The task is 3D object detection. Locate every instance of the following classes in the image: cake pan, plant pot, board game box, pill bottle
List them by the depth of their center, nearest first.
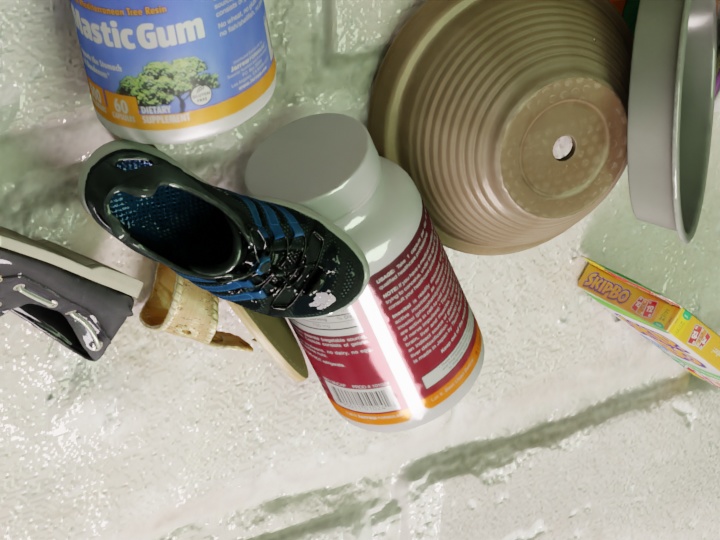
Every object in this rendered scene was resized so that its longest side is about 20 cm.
[{"bbox_3d":[-0.117,-0.184,1.546,0.112,0.112,0.201,-31,127,-29],"label":"pill bottle"},{"bbox_3d":[0.000,0.000,1.739,0.113,0.113,0.201,-42,132,-20],"label":"pill bottle"},{"bbox_3d":[0.112,-0.094,1.783,0.200,0.093,0.202,-11,116,-22],"label":"plant pot"},{"bbox_3d":[0.210,-0.119,1.810,0.200,0.036,0.202,4,90,-76],"label":"cake pan"},{"bbox_3d":[0.239,0.050,1.997,0.200,0.095,0.030,38,83,-45],"label":"board game box"}]

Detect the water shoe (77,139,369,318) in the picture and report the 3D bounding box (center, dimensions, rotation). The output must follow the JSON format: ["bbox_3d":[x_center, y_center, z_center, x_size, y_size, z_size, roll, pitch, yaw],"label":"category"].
[{"bbox_3d":[-0.077,-0.009,1.597,0.199,0.079,0.072,22,106,-27],"label":"water shoe"}]

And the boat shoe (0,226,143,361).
[{"bbox_3d":[-0.208,0.009,1.581,0.200,0.072,0.063,20,92,-51],"label":"boat shoe"}]

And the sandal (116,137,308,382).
[{"bbox_3d":[-0.115,0.005,1.685,0.069,0.078,0.212,-29,126,10],"label":"sandal"}]

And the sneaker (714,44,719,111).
[{"bbox_3d":[0.306,-0.145,1.912,0.099,0.200,0.075,20,78,-4],"label":"sneaker"}]

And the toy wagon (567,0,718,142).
[{"bbox_3d":[0.200,-0.180,1.895,0.200,0.039,0.155,-54,136,-9],"label":"toy wagon"}]
